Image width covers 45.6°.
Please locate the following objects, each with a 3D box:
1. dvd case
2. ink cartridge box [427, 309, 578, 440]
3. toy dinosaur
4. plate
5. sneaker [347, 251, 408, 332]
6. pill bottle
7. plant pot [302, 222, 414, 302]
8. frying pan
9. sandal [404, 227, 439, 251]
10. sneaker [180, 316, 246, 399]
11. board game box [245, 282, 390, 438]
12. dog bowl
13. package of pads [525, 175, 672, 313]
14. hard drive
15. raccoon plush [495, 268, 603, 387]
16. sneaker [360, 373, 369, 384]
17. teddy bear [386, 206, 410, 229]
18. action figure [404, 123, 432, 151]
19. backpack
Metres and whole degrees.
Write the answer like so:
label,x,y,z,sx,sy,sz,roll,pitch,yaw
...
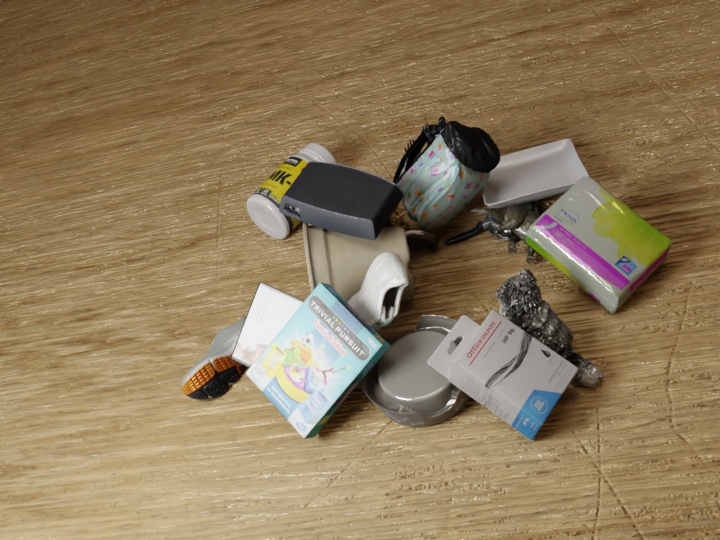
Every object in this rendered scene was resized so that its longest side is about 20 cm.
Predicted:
label,x,y,z,sx,sy,sz,roll,pitch,yaw
dvd case,-0.113,0.123,1.453,0.197,0.018,0.145,23,91,18
ink cartridge box,0.214,0.146,1.306,0.199,0.068,0.116,34,62,15
toy dinosaur,0.298,-0.078,1.554,0.197,0.078,0.103,13,46,22
plate,0.329,-0.182,1.659,0.196,0.033,0.201,-14,29,9
sneaker,0.025,0.072,1.445,0.074,0.202,0.089,4,35,-30
pill bottle,-0.141,-0.173,1.833,0.113,0.115,0.200,18,55,37
plant pot,0.000,0.000,1.547,0.180,0.203,0.202,-9,42,0
frying pan,0.256,-0.102,1.641,0.187,0.031,0.116,-1,44,20
sandal,0.054,-0.041,1.649,0.196,0.082,0.056,0,68,15
sneaker,-0.255,0.159,1.581,0.199,0.077,0.091,-37,35,-26
board game box,-0.071,0.146,1.400,0.151,0.047,0.201,43,99,19
dog bowl,0.101,0.167,1.405,0.197,0.059,0.202,-13,43,12
package of pads,0.401,-0.050,1.441,0.154,0.069,0.200,-40,66,-17
hard drive,-0.036,-0.131,1.523,0.197,0.043,0.136,17,52,23
raccoon plush,0.298,0.080,1.344,0.198,0.135,0.097,22,56,40
sneaker,-0.077,0.172,1.482,0.197,0.066,0.092,19,93,16
teddy bear,0.024,-0.114,1.646,0.142,0.200,0.068,11,79,7
action figure,0.155,-0.221,1.754,0.118,0.102,0.201,-38,41,3
backpack,0.155,-0.176,1.617,0.200,0.165,0.128,-45,55,30
